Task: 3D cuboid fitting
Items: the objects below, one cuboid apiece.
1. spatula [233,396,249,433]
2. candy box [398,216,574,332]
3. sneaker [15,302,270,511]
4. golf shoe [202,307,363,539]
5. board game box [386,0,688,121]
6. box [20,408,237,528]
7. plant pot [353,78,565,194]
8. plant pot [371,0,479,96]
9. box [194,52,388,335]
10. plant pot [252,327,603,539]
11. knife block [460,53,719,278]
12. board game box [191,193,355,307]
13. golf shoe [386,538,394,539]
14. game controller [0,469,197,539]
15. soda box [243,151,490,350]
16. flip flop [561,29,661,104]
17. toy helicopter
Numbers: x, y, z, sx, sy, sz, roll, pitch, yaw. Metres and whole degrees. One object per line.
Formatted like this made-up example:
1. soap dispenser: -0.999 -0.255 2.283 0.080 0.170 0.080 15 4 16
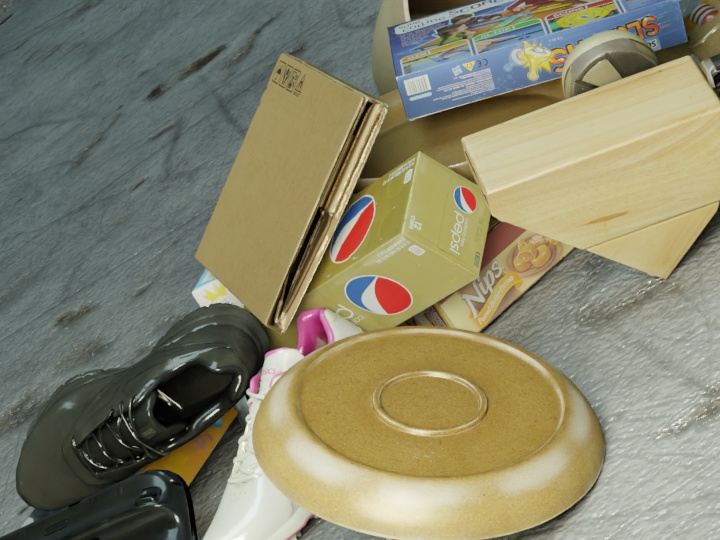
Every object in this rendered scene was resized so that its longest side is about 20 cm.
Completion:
1. spatula: -0.078 0.110 1.666 0.056 0.021 0.200 -33 20 5
2. candy box: 0.056 -0.014 1.678 0.115 0.055 0.200 -41 20 -16
3. sneaker: -0.150 0.097 1.570 0.200 0.076 0.091 -37 15 14
4. golf shoe: -0.052 0.107 1.527 0.075 0.092 0.200 -13 31 46
5. board game box: 0.121 -0.167 1.682 0.200 0.035 0.135 -15 21 4
6. box: -0.168 0.148 1.663 0.119 0.041 0.200 -10 41 52
7. plant pot: 0.064 -0.094 1.634 0.200 0.028 0.200 -16 21 6
8. plant pot: 0.087 -0.183 1.882 0.187 0.187 0.200 -43 6 -21
9. box: -0.051 -0.057 1.618 0.164 0.021 0.200 -66 22 6
10. plant pot: 0.039 0.084 1.352 0.200 0.028 0.200 2 31 -1
11. knife block: 0.187 -0.090 1.457 0.176 0.200 0.064 -58 30 25
12. board game box: -0.016 -0.040 1.724 0.200 0.034 0.135 -25 19 26
13. golf shoe: 0.024 0.124 1.415 0.088 0.077 0.200 -61 18 22
14. game controller: -0.183 0.203 1.536 0.200 0.105 0.042 -26 -22 31
15. soda box: 0.000 0.000 1.581 0.200 0.064 0.068 -33 36 48
16. flip flop: 0.164 -0.102 1.546 0.081 0.200 0.058 -28 59 1
17. toy helicopter: 0.247 -0.183 1.734 0.200 0.079 0.132 -33 20 32
